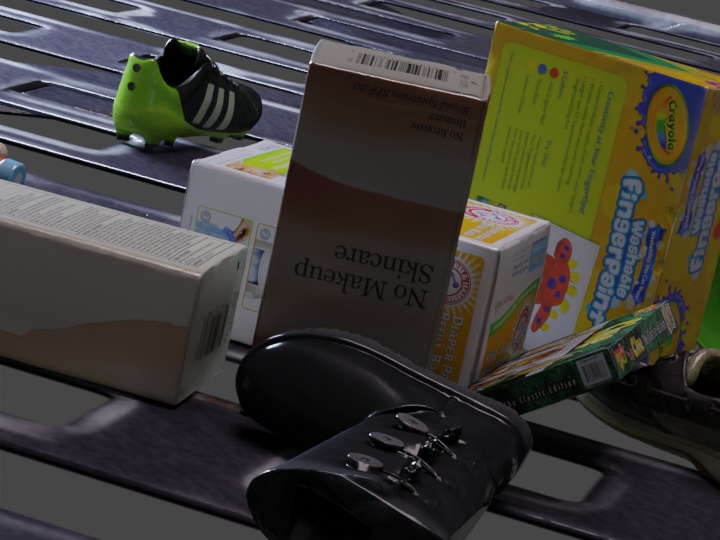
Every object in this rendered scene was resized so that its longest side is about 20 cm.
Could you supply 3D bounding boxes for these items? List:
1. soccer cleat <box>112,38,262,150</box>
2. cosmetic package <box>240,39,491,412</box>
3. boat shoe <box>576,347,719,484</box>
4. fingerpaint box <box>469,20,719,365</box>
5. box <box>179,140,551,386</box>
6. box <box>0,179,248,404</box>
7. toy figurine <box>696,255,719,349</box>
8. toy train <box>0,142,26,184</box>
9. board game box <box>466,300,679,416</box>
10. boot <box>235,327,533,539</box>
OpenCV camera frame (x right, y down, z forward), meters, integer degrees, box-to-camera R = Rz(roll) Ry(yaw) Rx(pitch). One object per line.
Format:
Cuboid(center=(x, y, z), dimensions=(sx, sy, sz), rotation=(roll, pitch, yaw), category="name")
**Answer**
Cuboid(center=(-0.132, -0.147, 2.026), dimensions=(0.068, 0.081, 0.200), rotation=(18, 15, 23), category="soccer cleat")
Cuboid(center=(0.003, -0.016, 1.374), dimensions=(0.103, 0.200, 0.087), rotation=(11, 15, 1), category="cosmetic package")
Cuboid(center=(0.201, 0.076, 1.456), dimensions=(0.073, 0.065, 0.200), rotation=(-2, 18, -38), category="boat shoe")
Cuboid(center=(0.150, -0.044, 1.609), dimensions=(0.167, 0.200, 0.073), rotation=(21, 16, 35), category="fingerpaint box")
Cuboid(center=(0.000, 0.000, 1.511), dimensions=(0.200, 0.101, 0.112), rotation=(17, 15, 18), category="box")
Cuboid(center=(-0.174, 0.004, 1.394), dimensions=(0.200, 0.078, 0.095), rotation=(15, 14, 13), category="box")
Cuboid(center=(0.217, -0.018, 1.768), dimensions=(0.200, 0.150, 0.184), rotation=(35, 5, 1), category="toy figurine")
Cuboid(center=(-0.329, -0.071, 1.625), dimensions=(0.200, 0.056, 0.150), rotation=(19, 14, 15), category="toy train")
Cuboid(center=(0.113, 0.054, 1.397), dimensions=(0.105, 0.023, 0.200), rotation=(-18, 1, 17), category="board game box")
Cuboid(center=(-0.014, 0.093, 1.227), dimensions=(0.165, 0.066, 0.200), rotation=(14, 18, 14), category="boot")
